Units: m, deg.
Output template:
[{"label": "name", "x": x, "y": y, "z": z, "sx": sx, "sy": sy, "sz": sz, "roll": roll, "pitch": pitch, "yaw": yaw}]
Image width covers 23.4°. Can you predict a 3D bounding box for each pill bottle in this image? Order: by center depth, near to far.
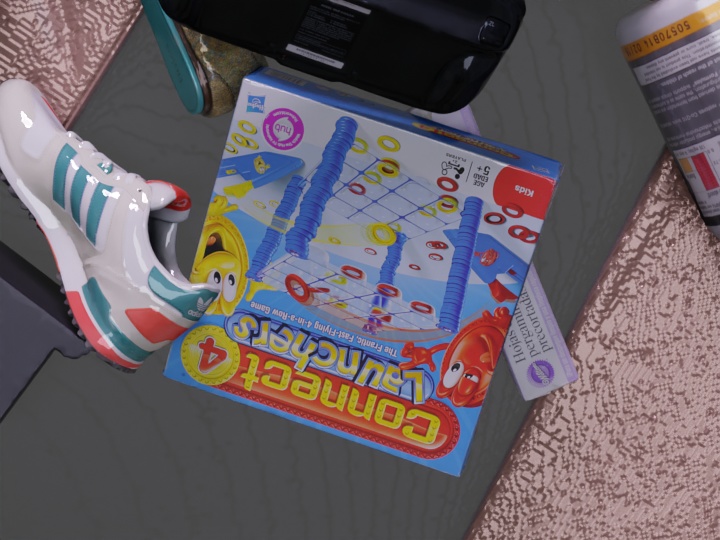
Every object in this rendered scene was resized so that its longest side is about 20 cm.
[{"label": "pill bottle", "x": 0.246, "y": -0.087, "z": 1.064, "sx": 0.116, "sy": 0.116, "sz": 0.201, "roll": -26, "pitch": 95, "yaw": 1}]

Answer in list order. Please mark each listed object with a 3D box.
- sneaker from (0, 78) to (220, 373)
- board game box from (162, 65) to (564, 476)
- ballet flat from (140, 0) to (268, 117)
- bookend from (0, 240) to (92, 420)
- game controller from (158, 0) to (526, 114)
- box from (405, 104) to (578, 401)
[{"label": "sneaker", "x": -0.151, "y": -0.043, "z": 1.059, "sx": 0.093, "sy": 0.070, "sz": 0.200, "roll": -31, "pitch": 74, "yaw": 14}, {"label": "board game box", "x": 0.000, "y": 0.000, "z": 1.066, "sx": 0.199, "sy": 0.056, "sz": 0.197, "roll": 18, "pitch": 106, "yaw": 5}, {"label": "ballet flat", "x": -0.117, "y": -0.193, "z": 1.079, "sx": 0.070, "sy": 0.071, "sz": 0.201, "roll": -26, "pitch": 94, "yaw": 1}, {"label": "bookend", "x": -0.296, "y": 0.056, "z": 1.078, "sx": 0.200, "sy": 0.092, "sz": 0.199, "roll": 37, "pitch": 95, "yaw": -5}, {"label": "game controller", "x": -0.012, "y": -0.148, "z": 0.959, "sx": 0.199, "sy": 0.104, "sz": 0.042, "roll": 18, "pitch": 55, "yaw": -13}, {"label": "box", "x": 0.083, "y": -0.017, "z": 1.105, "sx": 0.039, "sy": 0.041, "sz": 0.201, "roll": -22, "pitch": 96, "yaw": 2}]
